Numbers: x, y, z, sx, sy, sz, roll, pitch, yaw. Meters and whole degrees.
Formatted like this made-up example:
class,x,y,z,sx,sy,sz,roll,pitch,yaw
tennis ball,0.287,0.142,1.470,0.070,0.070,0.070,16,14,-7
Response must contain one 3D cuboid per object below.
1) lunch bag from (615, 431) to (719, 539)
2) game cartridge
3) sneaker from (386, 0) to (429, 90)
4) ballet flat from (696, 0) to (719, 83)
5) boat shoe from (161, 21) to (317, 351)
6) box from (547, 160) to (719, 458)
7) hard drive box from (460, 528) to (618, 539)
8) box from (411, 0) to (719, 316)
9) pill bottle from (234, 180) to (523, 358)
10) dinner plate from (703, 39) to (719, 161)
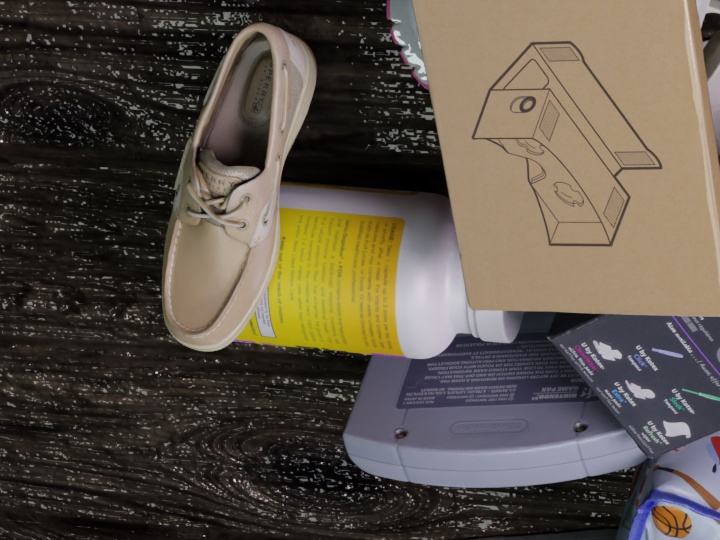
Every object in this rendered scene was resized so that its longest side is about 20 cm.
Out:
class,x,y,z,sx,sy,sz,roll,pitch,yaw
lunch bag,0.272,0.141,1.602,0.200,0.170,0.124,22,136,3
game cartridge,0.094,0.079,1.636,0.199,0.133,0.041,-3,126,22
sneaker,0.097,-0.099,1.518,0.088,0.081,0.200,-20,114,28
ballet flat,0.185,-0.159,1.459,0.069,0.069,0.200,18,128,4
boat shoe,-0.080,-0.051,1.561,0.072,0.065,0.200,18,90,17
box,0.226,0.006,1.505,0.200,0.122,0.106,-27,114,36
hard drive box,0.149,0.281,1.822,0.155,0.077,0.200,-7,126,25
box,0.117,-0.070,1.428,0.163,0.021,0.200,1,114,29
pill bottle,0.000,0.000,1.623,0.199,0.104,0.104,5,130,16
dinner plate,0.240,-0.051,1.552,0.200,0.024,0.201,10,132,12
